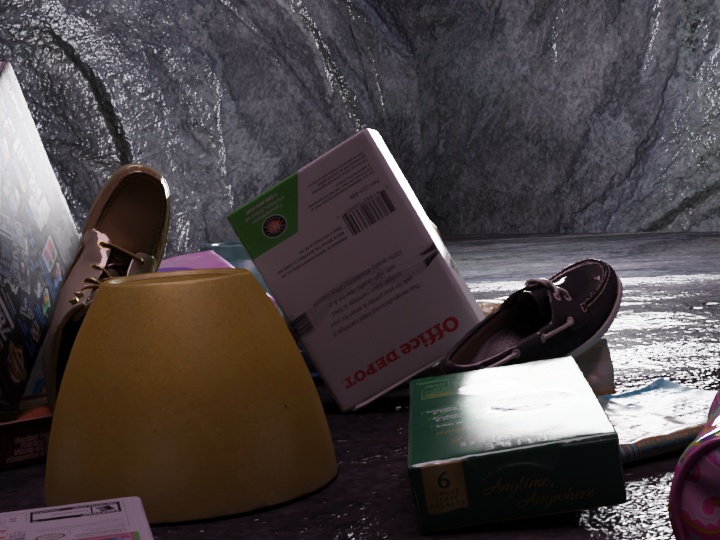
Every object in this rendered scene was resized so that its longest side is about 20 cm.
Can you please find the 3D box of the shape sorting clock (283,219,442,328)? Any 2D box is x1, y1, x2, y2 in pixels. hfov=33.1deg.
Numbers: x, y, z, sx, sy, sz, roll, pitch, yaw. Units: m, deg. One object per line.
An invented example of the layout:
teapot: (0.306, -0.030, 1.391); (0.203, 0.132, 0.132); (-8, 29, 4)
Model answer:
shape sorting clock: (0.007, 0.019, 1.312); (0.199, 0.201, 0.039); (-7, 42, -32)

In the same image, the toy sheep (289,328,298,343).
toy sheep: (-0.126, 0.068, 1.025); (0.137, 0.139, 0.200); (-4, 8, 6)

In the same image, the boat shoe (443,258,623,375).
boat shoe: (0.140, 0.043, 0.978); (0.200, 0.061, 0.074); (-38, 32, -26)

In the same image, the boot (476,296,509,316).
boot: (0.078, 0.070, 1.161); (0.199, 0.073, 0.155); (10, 17, 39)

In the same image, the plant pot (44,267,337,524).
plant pot: (-0.118, 0.074, 0.823); (0.198, 0.143, 0.200); (-4, 5, 0)

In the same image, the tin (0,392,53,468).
tin: (-0.275, 0.127, 0.969); (0.199, 0.042, 0.112); (-7, 9, -36)

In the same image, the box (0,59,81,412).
box: (-0.291, -0.027, 0.951); (0.049, 0.201, 0.199); (-2, 44, 10)

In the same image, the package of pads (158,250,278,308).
package of pads: (-0.186, 0.048, 1.153); (0.199, 0.076, 0.120); (-14, 35, -42)

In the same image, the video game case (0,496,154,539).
video game case: (-0.203, 0.158, 0.614); (0.198, 0.022, 0.182); (-5, 4, -15)

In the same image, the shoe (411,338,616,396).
shoe: (0.129, 0.082, 1.047); (0.199, 0.054, 0.070); (-1, 6, 38)

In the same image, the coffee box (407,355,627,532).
coffee box: (0.091, 0.103, 0.762); (0.122, 0.044, 0.200); (-9, 8, 3)

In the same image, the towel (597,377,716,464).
towel: (0.194, 0.108, 0.877); (0.199, 0.022, 0.146); (-7, 5, -29)

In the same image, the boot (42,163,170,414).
boot: (-0.197, 0.013, 0.951); (0.072, 0.201, 0.155); (22, -1, -14)

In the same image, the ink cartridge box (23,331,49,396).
ink cartridge box: (-0.331, 0.040, 1.065); (0.067, 0.202, 0.115); (-3, 4, 20)

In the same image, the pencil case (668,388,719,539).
pencil case: (0.209, 0.096, 0.618); (0.087, 0.088, 0.200); (-2, 6, 23)

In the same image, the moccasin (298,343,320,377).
moccasin: (-0.022, 0.069, 1.256); (0.080, 0.069, 0.199); (-1, 6, 37)

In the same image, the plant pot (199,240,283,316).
plant pot: (-0.126, 0.031, 1.431); (0.198, 0.135, 0.200); (-4, 5, 0)

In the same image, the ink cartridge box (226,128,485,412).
ink cartridge box: (0.000, 0.000, 1.057); (0.145, 0.201, 0.084); (-30, 0, 9)
